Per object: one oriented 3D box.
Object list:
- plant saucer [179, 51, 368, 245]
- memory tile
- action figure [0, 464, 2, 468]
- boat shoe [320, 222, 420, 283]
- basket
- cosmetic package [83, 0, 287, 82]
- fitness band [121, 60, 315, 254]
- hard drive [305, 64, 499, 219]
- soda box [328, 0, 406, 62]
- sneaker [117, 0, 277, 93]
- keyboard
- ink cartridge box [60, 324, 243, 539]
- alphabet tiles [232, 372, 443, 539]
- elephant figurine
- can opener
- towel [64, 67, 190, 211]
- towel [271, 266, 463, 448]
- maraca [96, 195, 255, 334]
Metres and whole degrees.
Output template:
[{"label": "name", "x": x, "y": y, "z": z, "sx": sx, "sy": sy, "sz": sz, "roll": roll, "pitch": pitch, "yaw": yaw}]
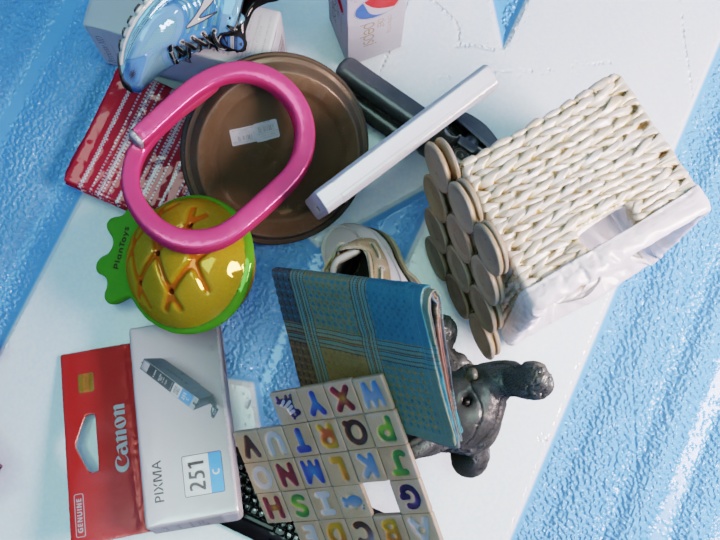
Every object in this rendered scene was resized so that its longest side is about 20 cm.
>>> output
[{"label": "plant saucer", "x": -0.085, "y": -0.119, "z": 1.055, "sx": 0.196, "sy": 0.030, "sz": 0.204, "roll": -4, "pitch": 111, "yaw": -11}, {"label": "memory tile", "x": 0.099, "y": -0.018, "z": 0.991, "sx": 0.017, "sy": 0.201, "sz": 0.155, "roll": -22, "pitch": 58, "yaw": -10}, {"label": "action figure", "x": -0.438, "y": 0.151, "z": 1.041, "sx": 0.149, "sy": 0.133, "sz": 0.202, "roll": -43, "pitch": 64, "yaw": 35}, {"label": "boat shoe", "x": 0.000, "y": 0.000, "z": 1.006, "sx": 0.068, "sy": 0.200, "sz": 0.076, "roll": 20, "pitch": 102, "yaw": -31}, {"label": "basket", "x": 0.199, "y": -0.053, "z": 1.010, "sx": 0.196, "sy": 0.200, "sz": 0.163, "roll": -29, "pitch": 79, "yaw": -6}, {"label": "cosmetic package", "x": -0.181, "y": -0.246, "z": 1.093, "sx": 0.196, "sy": 0.102, "sz": 0.075, "roll": 13, "pitch": 79, "yaw": 3}, {"label": "fitness band", "x": -0.133, "y": -0.108, "z": 0.973, "sx": 0.200, "sy": 0.037, "sz": 0.144, "roll": -43, "pitch": 87, "yaw": -14}, {"label": "hard drive", "x": 0.036, "y": -0.121, "z": 1.002, "sx": 0.199, "sy": 0.132, "sz": 0.026, "roll": -37, "pitch": 94, "yaw": -6}, {"label": "soda box", "x": 0.006, "y": -0.281, "z": 1.048, "sx": 0.067, "sy": 0.200, "sz": 0.065, "roll": -21, "pitch": 80, "yaw": -4}, {"label": "sneaker", "x": -0.153, "y": -0.241, "z": 1.004, "sx": 0.200, "sy": 0.078, "sz": 0.090, "roll": -44, "pitch": 86, "yaw": -8}, {"label": "keyboard", "x": -0.070, "y": 0.231, "z": 1.039, "sx": 0.197, "sy": 0.040, "sz": 0.106, "roll": 22, "pitch": 81, "yaw": 3}, {"label": "ink cartridge box", "x": -0.215, "y": 0.159, "z": 1.032, "sx": 0.173, "sy": 0.045, "sz": 0.204, "roll": -9, "pitch": 70, "yaw": -3}, {"label": "alphabet tiles", "x": -0.031, "y": 0.186, "z": 0.969, "sx": 0.197, "sy": 0.008, "sz": 0.170, "roll": -13, "pitch": 102, "yaw": 35}, {"label": "elephant figurine", "x": 0.078, "y": 0.131, "z": 0.971, "sx": 0.139, "sy": 0.200, "sz": 0.158, "roll": -19, "pitch": 122, "yaw": -17}, {"label": "can opener", "x": 0.062, "y": -0.164, "z": 1.113, "sx": 0.199, "sy": 0.054, "sz": 0.067, "roll": 36, "pitch": 49, "yaw": 6}, {"label": "towel", "x": -0.204, "y": -0.120, "z": 1.110, "sx": 0.197, "sy": 0.023, "sz": 0.147, "roll": 24, "pitch": 79, "yaw": 2}, {"label": "towel", "x": 0.004, "y": 0.071, "z": 0.924, "sx": 0.022, "sy": 0.198, "sz": 0.149, "roll": -27, "pitch": 114, "yaw": -39}, {"label": "maraca", "x": -0.188, "y": -0.010, "z": 1.036, "sx": 0.197, "sy": 0.107, "sz": 0.140, "roll": 11, "pitch": 81, "yaw": 31}]
